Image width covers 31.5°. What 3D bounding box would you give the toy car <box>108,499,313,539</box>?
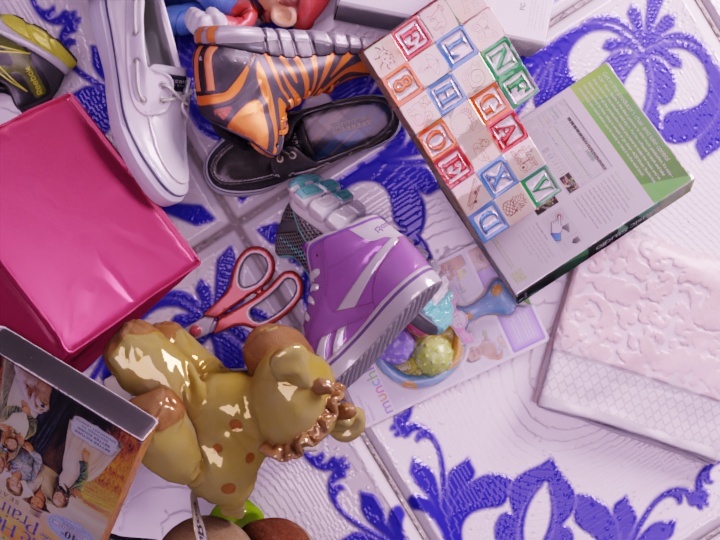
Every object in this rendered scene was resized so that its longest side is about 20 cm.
[{"bbox_3d":[-0.136,0.277,1.108,0.164,0.199,0.159,29,89,42],"label":"toy car"}]

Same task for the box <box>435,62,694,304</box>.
[{"bbox_3d":[0.190,-0.083,1.200,0.199,0.036,0.145,-33,72,1],"label":"box"}]

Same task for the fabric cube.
[{"bbox_3d":[-0.300,0.004,1.096,0.199,0.200,0.197,-36,91,35],"label":"fabric cube"}]

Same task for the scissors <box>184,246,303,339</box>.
[{"bbox_3d":[-0.144,0.058,1.226,0.200,0.014,0.073,-41,92,-2],"label":"scissors"}]

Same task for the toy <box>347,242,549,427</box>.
[{"bbox_3d":[0.069,0.057,1.213,0.198,0.047,0.116,-25,89,-1],"label":"toy"}]

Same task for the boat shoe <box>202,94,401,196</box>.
[{"bbox_3d":[-0.057,-0.124,1.206,0.198,0.057,0.069,-19,91,-1],"label":"boat shoe"}]

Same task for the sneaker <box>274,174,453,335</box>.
[{"bbox_3d":[0.000,0.000,1.192,0.200,0.077,0.092,41,124,15],"label":"sneaker"}]

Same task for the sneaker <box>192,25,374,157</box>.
[{"bbox_3d":[-0.066,-0.160,1.156,0.198,0.077,0.114,-4,99,-34],"label":"sneaker"}]

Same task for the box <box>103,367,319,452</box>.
[{"bbox_3d":[-0.137,0.133,1.199,0.197,0.068,0.083,-4,89,-2],"label":"box"}]

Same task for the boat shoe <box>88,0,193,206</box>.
[{"bbox_3d":[-0.182,-0.160,1.117,0.066,0.073,0.202,-20,88,26],"label":"boat shoe"}]

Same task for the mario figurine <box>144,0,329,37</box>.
[{"bbox_3d":[-0.118,-0.273,1.182,0.197,0.106,0.125,-9,89,1],"label":"mario figurine"}]

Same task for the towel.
[{"bbox_3d":[0.282,0.069,1.224,0.198,0.032,0.193,18,90,-2],"label":"towel"}]

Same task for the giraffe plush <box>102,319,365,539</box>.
[{"bbox_3d":[-0.093,0.108,1.049,0.161,0.172,0.202,-29,75,14],"label":"giraffe plush"}]

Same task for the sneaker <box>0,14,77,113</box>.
[{"bbox_3d":[-0.368,-0.212,1.188,0.198,0.074,0.085,24,82,-1],"label":"sneaker"}]

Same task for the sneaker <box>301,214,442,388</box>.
[{"bbox_3d":[-0.028,0.038,1.131,0.114,0.073,0.201,47,105,14],"label":"sneaker"}]

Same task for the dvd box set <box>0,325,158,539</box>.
[{"bbox_3d":[-0.254,0.155,1.014,0.145,0.029,0.201,31,126,3],"label":"dvd box set"}]

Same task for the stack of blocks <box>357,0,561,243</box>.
[{"bbox_3d":[0.100,-0.141,1.138,0.114,0.059,0.201,-33,99,0],"label":"stack of blocks"}]

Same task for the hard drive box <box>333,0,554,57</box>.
[{"bbox_3d":[0.084,-0.299,1.192,0.197,0.077,0.158,11,90,-5],"label":"hard drive box"}]
